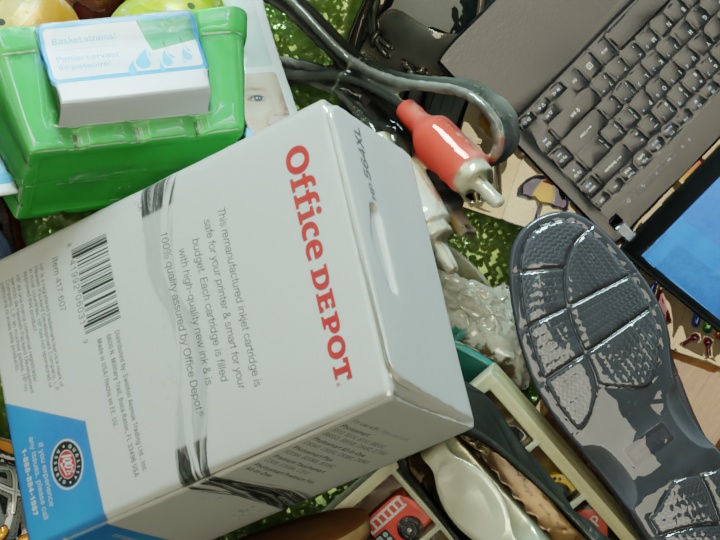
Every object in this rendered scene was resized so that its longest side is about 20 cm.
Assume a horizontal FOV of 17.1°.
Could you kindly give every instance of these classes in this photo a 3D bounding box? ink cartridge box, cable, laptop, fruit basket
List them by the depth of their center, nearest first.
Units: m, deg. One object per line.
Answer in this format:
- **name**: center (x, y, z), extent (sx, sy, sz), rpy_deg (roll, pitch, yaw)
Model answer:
- **ink cartridge box**: center (-0.062, 0.035, 1.091), extent (0.199, 0.084, 0.147), rpy_deg (-24, 64, 23)
- **laptop**: center (0.169, -0.091, 1.122), extent (0.177, 0.103, 0.200), rpy_deg (-44, 94, -2)
- **fruit basket**: center (-0.132, -0.130, 1.147), extent (0.184, 0.094, 0.201), rpy_deg (-7, 69, -19)
- **cable**: center (0.000, -0.083, 1.154), extent (0.200, 0.050, 0.097), rpy_deg (49, 118, 19)

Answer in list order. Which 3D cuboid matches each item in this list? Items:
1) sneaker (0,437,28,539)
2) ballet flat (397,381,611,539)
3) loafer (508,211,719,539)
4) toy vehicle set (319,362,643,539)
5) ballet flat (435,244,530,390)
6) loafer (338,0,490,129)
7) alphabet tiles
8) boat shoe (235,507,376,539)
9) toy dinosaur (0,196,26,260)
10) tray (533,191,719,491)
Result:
- **sneaker**: center (-0.185, 0.119, 1.155), extent (0.199, 0.077, 0.079), rpy_deg (25, 127, -5)
- **ballet flat**: center (0.080, 0.137, 1.105), extent (0.068, 0.068, 0.200), rpy_deg (-42, 93, 15)
- **loafer**: center (0.126, 0.069, 1.148), extent (0.072, 0.063, 0.201), rpy_deg (-27, 82, -7)
- **toy vehicle set**: center (0.032, 0.156, 1.165), extent (0.200, 0.027, 0.124), rpy_deg (-42, 93, 13)
- **ballet flat**: center (0.000, 0.000, 1.191), extent (0.199, 0.072, 0.072), rpy_deg (28, 88, 0)
- **loafer**: center (0.033, -0.132, 1.189), extent (0.071, 0.063, 0.201), rpy_deg (16, 88, 3)
- **alphabet tiles**: center (0.147, -0.051, 1.177), extent (0.199, 0.008, 0.168), rpy_deg (18, 88, 2)
- **boat shoe**: center (-0.079, 0.175, 1.127), extent (0.199, 0.070, 0.071), rpy_deg (-22, 98, 2)
- **toy dinosaur**: center (-0.183, -0.017, 1.178), extent (0.182, 0.105, 0.200), rpy_deg (46, 78, -16)
- **tray**: center (0.141, 0.072, 1.193), extent (0.098, 0.037, 0.201), rpy_deg (33, 89, 2)
